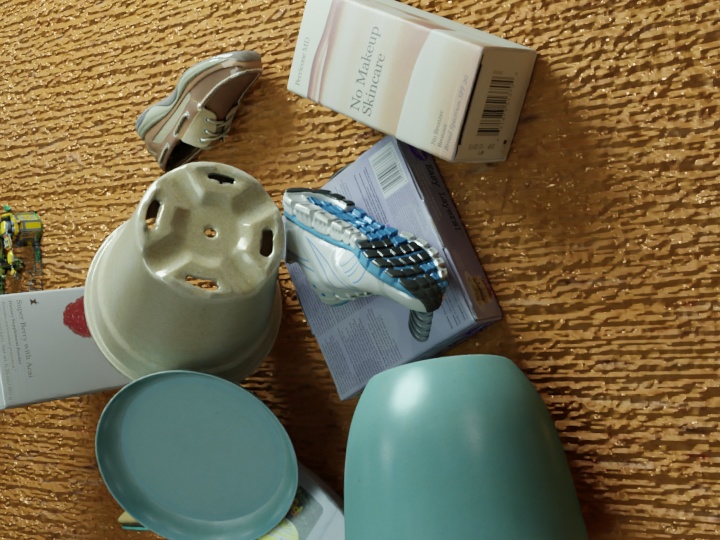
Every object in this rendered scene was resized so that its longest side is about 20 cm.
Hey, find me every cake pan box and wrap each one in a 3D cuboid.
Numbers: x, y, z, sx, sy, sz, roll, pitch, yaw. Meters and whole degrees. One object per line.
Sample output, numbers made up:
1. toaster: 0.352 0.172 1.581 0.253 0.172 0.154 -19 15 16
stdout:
1. cake pan box: 0.016 -0.005 1.069 0.184 0.052 0.201 -35 72 35

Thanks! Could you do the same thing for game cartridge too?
1. game cartridge: -0.093 0.252 1.147 0.199 0.041 0.134 32 87 18

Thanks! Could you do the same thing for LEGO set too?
1. LEGO set: -0.480 0.018 1.453 0.153 0.115 0.202 5 98 40

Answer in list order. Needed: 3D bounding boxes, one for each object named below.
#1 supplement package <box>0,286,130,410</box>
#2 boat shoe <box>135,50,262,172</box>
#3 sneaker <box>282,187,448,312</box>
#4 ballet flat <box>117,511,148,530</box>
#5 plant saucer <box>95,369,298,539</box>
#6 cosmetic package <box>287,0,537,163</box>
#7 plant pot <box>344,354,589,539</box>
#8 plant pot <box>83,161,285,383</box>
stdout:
1. supplement package: -0.352 0.086 1.295 0.119 0.199 0.122 -13 86 41
2. boat shoe: -0.160 -0.163 1.195 0.200 0.075 0.072 -30 79 48
3. sneaker: 0.000 0.000 1.014 0.200 0.075 0.087 34 122 43
4. ballet flat: -0.167 0.246 1.227 0.198 0.069 0.064 -3 84 19
5. plant saucer: -0.154 0.177 1.099 0.198 0.027 0.202 4 116 7
6. cosmetic package: 0.041 -0.174 1.006 0.199 0.087 0.104 27 112 36
7. plant pot: 0.077 0.161 0.946 0.200 0.200 0.162 -22 68 40
8. plant pot: -0.151 -0.004 1.074 0.202 0.199 0.184 66 156 14
